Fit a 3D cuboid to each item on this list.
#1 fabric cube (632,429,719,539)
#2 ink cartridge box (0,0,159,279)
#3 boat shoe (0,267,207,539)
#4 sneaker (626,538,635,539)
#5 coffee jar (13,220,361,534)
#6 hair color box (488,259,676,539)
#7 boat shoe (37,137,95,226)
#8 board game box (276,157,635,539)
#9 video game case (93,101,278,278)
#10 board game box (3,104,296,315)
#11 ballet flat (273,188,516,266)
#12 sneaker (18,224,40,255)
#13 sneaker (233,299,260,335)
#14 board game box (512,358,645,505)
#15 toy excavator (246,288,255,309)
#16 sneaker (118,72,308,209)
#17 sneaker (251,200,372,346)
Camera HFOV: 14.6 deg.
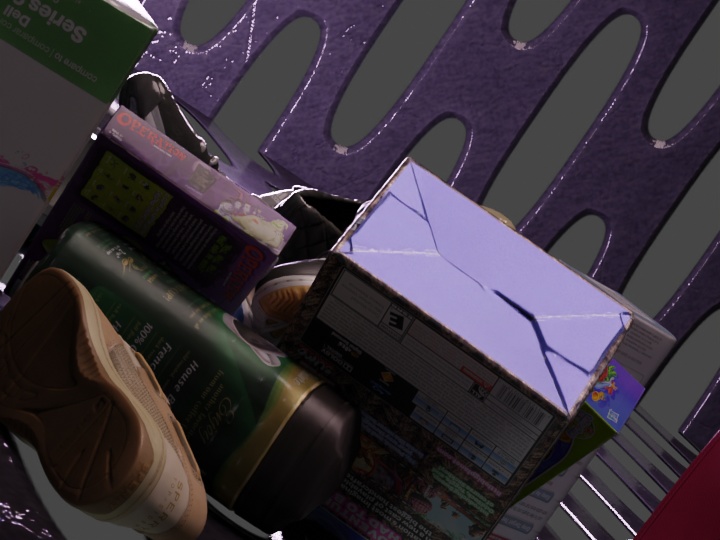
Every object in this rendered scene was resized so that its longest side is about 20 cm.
[{"bbox_3d":[0.248,0.237,1.516,0.199,0.197,0.199,33,7,-24],"label":"fabric cube"},{"bbox_3d":[-0.198,-0.073,1.444,0.087,0.201,0.145,29,7,-18],"label":"ink cartridge box"},{"bbox_3d":[-0.129,0.069,1.360,0.064,0.071,0.200,39,10,-35],"label":"boat shoe"},{"bbox_3d":[0.211,0.232,1.721,0.200,0.121,0.084,39,6,32],"label":"sneaker"},{"bbox_3d":[-0.093,0.060,1.528,0.199,0.086,0.104,35,5,6],"label":"coffee jar"},{"bbox_3d":[0.111,0.100,1.834,0.061,0.201,0.099,38,6,33],"label":"hair color box"},{"bbox_3d":[-0.198,-0.062,1.711,0.201,0.070,0.072,37,-20,46],"label":"boat shoe"},{"bbox_3d":[0.035,0.066,1.595,0.159,0.200,0.097,35,46,4],"label":"board game box"},{"bbox_3d":[-0.128,-0.068,1.726,0.182,0.022,0.200,42,-1,-7],"label":"video game case"},{"bbox_3d":[-0.123,-0.006,1.599,0.120,0.032,0.200,38,-35,-2],"label":"board game box"},{"bbox_3d":[0.026,-0.022,1.839,0.199,0.057,0.067,-2,53,-36],"label":"ballet flat"},{"bbox_3d":[-0.202,-0.033,1.830,0.086,0.078,0.199,45,19,31],"label":"sneaker"},{"bbox_3d":[-0.114,-0.004,1.755,0.200,0.075,0.077,45,-21,59],"label":"sneaker"},{"bbox_3d":[0.058,0.080,1.694,0.134,0.200,0.045,44,46,-6],"label":"board game box"},{"bbox_3d":[0.015,0.042,1.870,0.194,0.100,0.200,35,26,-4],"label":"toy excavator"},{"bbox_3d":[-0.093,-0.057,1.933,0.075,0.115,0.201,-136,-150,-60],"label":"sneaker"},{"bbox_3d":[0.000,0.000,1.757,0.199,0.075,0.088,0,65,-48],"label":"sneaker"}]
